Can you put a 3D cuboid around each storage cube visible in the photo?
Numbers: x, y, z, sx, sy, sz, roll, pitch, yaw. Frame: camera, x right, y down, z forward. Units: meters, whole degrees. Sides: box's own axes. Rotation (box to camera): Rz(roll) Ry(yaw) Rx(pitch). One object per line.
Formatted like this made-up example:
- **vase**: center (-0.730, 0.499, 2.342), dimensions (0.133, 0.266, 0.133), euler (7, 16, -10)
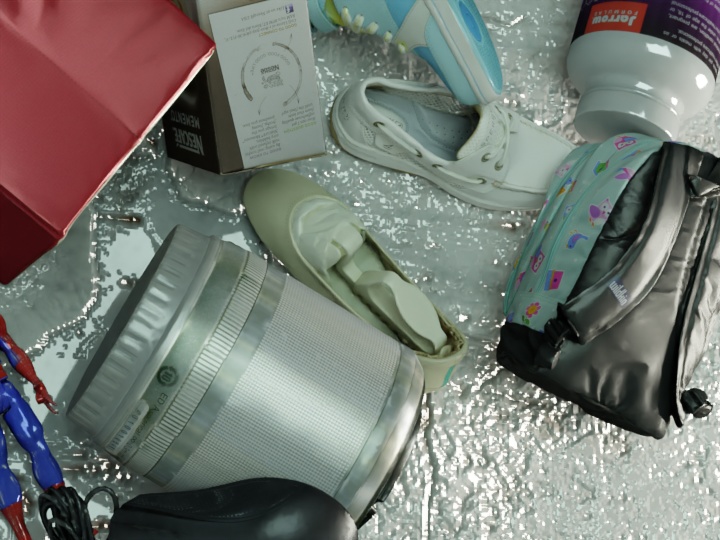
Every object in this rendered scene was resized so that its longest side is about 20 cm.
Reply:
- **storage cube**: center (-0.228, -0.121, 1.220), dimensions (0.180, 0.200, 0.171), euler (41, 68, -12)

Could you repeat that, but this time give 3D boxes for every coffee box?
- **coffee box**: center (-0.091, -0.174, 1.282), dimensions (0.079, 0.114, 0.202), euler (-13, 104, -22)

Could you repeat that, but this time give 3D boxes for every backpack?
- **backpack**: center (0.186, 0.000, 1.354), dimensions (0.166, 0.126, 0.201), euler (28, 82, -37)

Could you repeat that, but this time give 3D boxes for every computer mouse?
- **computer mouse**: center (-0.098, 0.185, 1.183), dimensions (0.053, 0.199, 0.139), euler (-72, 145, -56)

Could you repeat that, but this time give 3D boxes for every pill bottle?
- **pill bottle**: center (0.220, -0.190, 1.425), dimensions (0.112, 0.112, 0.201), euler (22, 71, -12)

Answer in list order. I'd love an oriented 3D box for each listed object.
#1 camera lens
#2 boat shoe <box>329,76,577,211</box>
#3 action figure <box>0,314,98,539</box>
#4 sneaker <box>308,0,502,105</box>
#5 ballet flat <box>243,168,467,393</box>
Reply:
- **camera lens**: center (-0.070, 0.082, 1.239), dimensions (0.199, 0.160, 0.161), euler (31, 70, -9)
- **boat shoe**: center (0.079, -0.093, 1.379), dimensions (0.199, 0.069, 0.071), euler (13, 73, -15)
- **action figure**: center (-0.236, 0.091, 1.246), dimensions (0.065, 0.052, 0.201), euler (-24, 84, -17)
- **sneaker**: center (0.006, -0.181, 1.353), dimensions (0.130, 0.080, 0.201), euler (-32, 88, 17)
- **ballet flat**: center (0.000, 0.000, 1.334), dimensions (0.200, 0.069, 0.069), euler (47, 68, -3)
